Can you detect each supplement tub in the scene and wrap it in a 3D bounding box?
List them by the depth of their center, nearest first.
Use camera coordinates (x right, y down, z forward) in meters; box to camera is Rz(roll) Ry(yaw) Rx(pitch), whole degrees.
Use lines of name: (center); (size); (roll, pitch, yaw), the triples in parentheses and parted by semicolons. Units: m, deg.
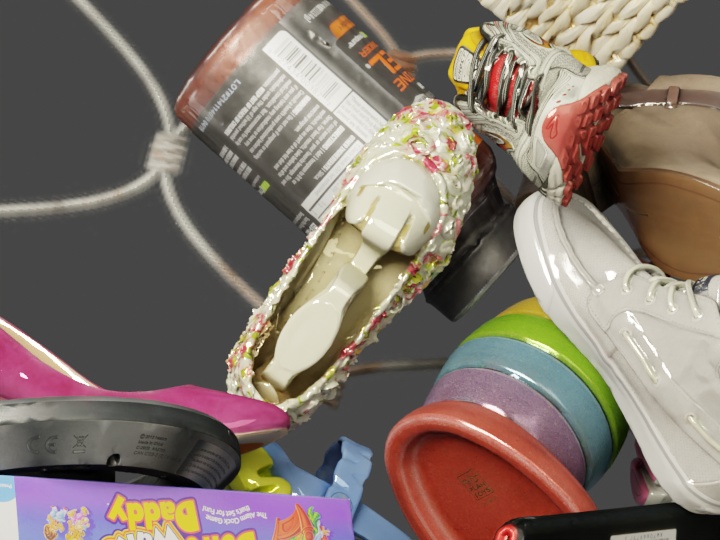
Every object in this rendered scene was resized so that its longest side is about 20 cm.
supplement tub: (0.001, -0.063, 1.210); (0.200, 0.107, 0.107); (42, 60, -1)

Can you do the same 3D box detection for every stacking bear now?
stacking bear: (0.110, 0.064, 1.204); (0.114, 0.121, 0.200); (48, 51, -5)

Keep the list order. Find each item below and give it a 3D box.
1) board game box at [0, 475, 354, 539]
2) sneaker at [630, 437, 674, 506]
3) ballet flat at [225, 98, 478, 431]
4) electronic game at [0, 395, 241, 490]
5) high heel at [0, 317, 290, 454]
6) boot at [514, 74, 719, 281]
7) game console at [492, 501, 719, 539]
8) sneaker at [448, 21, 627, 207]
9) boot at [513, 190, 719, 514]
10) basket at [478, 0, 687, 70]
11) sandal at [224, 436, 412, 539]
board game box: (-0.121, 0.141, 1.031); (0.200, 0.134, 0.045); (8, 64, -36)
sneaker: (0.227, 0.055, 1.246); (0.087, 0.074, 0.200); (24, 84, -13)
ballet flat: (0.000, 0.000, 1.125); (0.076, 0.064, 0.200); (31, 89, 1)
electronic game: (-0.156, 0.097, 1.027); (0.200, 0.200, 0.042); (1, 68, -21)
high heel: (-0.133, 0.050, 1.103); (0.200, 0.067, 0.096); (-3, 74, 15)
boot: (0.187, -0.064, 1.250); (0.200, 0.070, 0.146); (12, 37, 30)
game console: (0.132, 0.208, 1.115); (0.200, 0.031, 0.177); (1, 91, -45)
sneaker: (0.086, -0.089, 1.164); (0.082, 0.200, 0.078); (22, 98, -8)
boot: (0.163, 0.022, 1.131); (0.073, 0.096, 0.200); (-17, 68, -43)
basket: (0.157, -0.250, 1.278); (0.161, 0.198, 0.200); (40, 45, -5)
sandal: (-0.001, 0.163, 1.133); (0.087, 0.079, 0.200); (-23, 80, -32)
